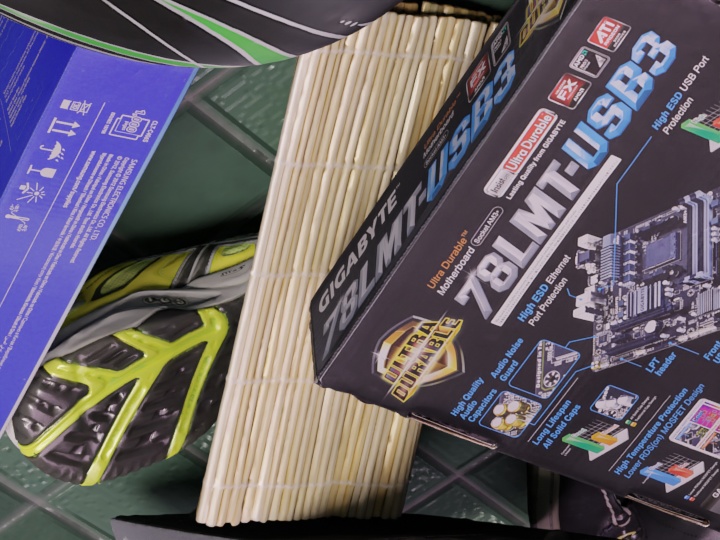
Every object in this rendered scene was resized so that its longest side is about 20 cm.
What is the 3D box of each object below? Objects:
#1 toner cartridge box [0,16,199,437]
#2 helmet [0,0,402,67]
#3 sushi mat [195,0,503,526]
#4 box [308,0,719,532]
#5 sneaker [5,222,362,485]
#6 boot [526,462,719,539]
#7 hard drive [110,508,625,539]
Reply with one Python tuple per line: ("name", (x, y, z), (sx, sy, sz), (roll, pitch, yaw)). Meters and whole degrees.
("toner cartridge box", (-0.117, -0.033, 0.911), (0.043, 0.095, 0.200), (11, 132, -26))
("helmet", (-0.047, -0.146, 0.737), (0.190, 0.200, 0.200), (15, 130, -26))
("sushi mat", (0.000, 0.000, 0.969), (0.095, 0.012, 0.201), (-1, 114, -34))
("box", (0.114, -0.010, 0.908), (0.198, 0.050, 0.200), (21, 124, -19))
("sneaker", (-0.047, 0.012, 1.002), (0.200, 0.076, 0.076), (-16, 120, -26))
("boot", (0.147, 0.087, 1.104), (0.153, 0.074, 0.204), (-3, 145, 10))
("hard drive", (0.004, 0.116, 1.039), (0.135, 0.042, 0.200), (1, 179, -35))
